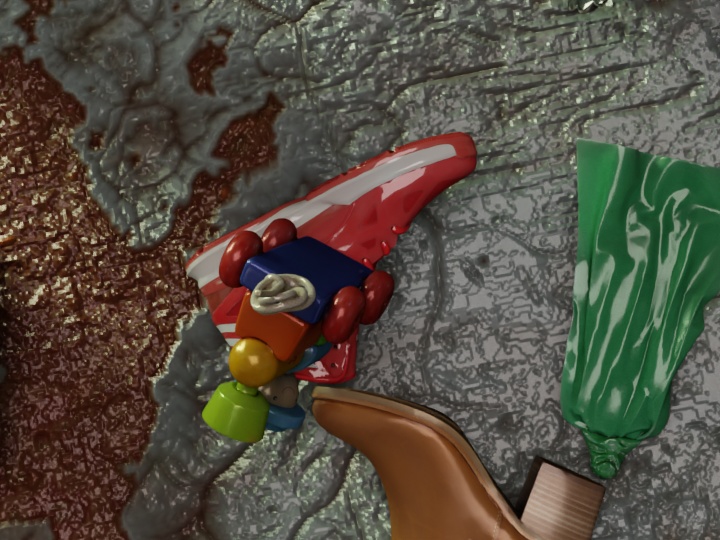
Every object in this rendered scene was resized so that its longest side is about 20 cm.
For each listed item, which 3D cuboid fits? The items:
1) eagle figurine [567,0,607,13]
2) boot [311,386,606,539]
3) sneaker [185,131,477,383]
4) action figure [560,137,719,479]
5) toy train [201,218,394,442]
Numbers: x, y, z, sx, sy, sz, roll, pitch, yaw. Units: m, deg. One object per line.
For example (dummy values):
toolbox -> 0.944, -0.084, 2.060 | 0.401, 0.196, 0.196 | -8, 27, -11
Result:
eagle figurine -> 0.217, -0.248, 1.251 | 0.152, 0.150, 0.202 | 37, 124, 47
boot -> 0.036, 0.166, 1.225 | 0.199, 0.074, 0.156 | 23, 89, 11
sneaker -> 0.000, 0.000, 1.258 | 0.199, 0.078, 0.116 | -26, 89, 14
action figure -> 0.168, 0.030, 1.238 | 0.117, 0.055, 0.202 | 13, 91, 6
toy train -> -0.056, 0.046, 1.134 | 0.084, 0.200, 0.117 | 27, 103, 9
